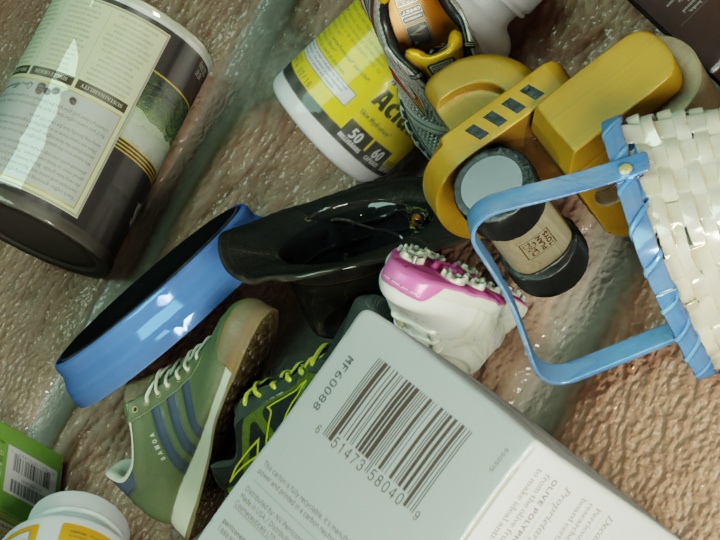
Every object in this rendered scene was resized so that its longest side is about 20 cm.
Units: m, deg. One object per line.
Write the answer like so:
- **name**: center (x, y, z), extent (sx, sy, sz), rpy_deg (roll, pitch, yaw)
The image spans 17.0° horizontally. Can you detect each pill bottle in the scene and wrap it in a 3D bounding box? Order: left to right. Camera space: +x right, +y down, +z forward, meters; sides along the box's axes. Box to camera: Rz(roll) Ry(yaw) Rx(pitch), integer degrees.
- **pill bottle**: center (-0.218, 0.250, 1.714), extent (0.109, 0.109, 0.200), rpy_deg (-29, 28, 25)
- **pill bottle**: center (0.041, -0.168, 1.793), extent (0.200, 0.111, 0.111), rpy_deg (-44, 41, 11)

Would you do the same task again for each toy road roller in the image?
- **toy road roller**: center (0.132, -0.095, 1.612), extent (0.200, 0.123, 0.146), rpy_deg (-36, 55, 5)

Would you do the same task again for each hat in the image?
- **hat**: center (0.000, 0.000, 1.710), extent (0.200, 0.081, 0.201), rpy_deg (-8, 20, 3)

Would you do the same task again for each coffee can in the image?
- **coffee can**: center (-0.228, -0.116, 1.977), extent (0.146, 0.146, 0.200), rpy_deg (10, 69, 46)

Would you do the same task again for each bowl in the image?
- **bowl**: center (-0.147, 0.023, 1.805), extent (0.201, 0.039, 0.201), rpy_deg (-39, 8, 7)

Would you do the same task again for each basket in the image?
- **basket**: center (0.182, -0.009, 1.507), extent (0.200, 0.176, 0.139), rpy_deg (-20, 48, 7)

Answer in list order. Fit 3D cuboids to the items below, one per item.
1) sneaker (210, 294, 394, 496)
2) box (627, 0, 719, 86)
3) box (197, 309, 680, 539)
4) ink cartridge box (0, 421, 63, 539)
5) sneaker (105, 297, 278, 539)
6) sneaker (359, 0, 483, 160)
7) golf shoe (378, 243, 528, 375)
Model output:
- **sneaker**: center (-0.043, 0.094, 1.648), extent (0.085, 0.074, 0.200), rpy_deg (32, 113, 11)
- **box**: center (0.244, -0.199, 1.659), extent (0.100, 0.075, 0.200), rpy_deg (-44, 39, 8)
- **box**: center (0.047, 0.173, 1.495), extent (0.200, 0.171, 0.199), rpy_deg (-55, 40, 1)
- **ink cartridge box**: center (-0.355, 0.176, 1.886), extent (0.200, 0.148, 0.076), rpy_deg (-22, 50, 32)
- **sneaker**: center (-0.128, 0.094, 1.714), extent (0.090, 0.067, 0.200), rpy_deg (27, 120, 15)
- **sneaker**: center (0.054, -0.138, 1.701), extent (0.078, 0.200, 0.082), rpy_deg (-29, 19, 4)
- **golf shoe**: center (0.053, 0.038, 1.591), extent (0.075, 0.200, 0.092), rpy_deg (30, 93, 21)
